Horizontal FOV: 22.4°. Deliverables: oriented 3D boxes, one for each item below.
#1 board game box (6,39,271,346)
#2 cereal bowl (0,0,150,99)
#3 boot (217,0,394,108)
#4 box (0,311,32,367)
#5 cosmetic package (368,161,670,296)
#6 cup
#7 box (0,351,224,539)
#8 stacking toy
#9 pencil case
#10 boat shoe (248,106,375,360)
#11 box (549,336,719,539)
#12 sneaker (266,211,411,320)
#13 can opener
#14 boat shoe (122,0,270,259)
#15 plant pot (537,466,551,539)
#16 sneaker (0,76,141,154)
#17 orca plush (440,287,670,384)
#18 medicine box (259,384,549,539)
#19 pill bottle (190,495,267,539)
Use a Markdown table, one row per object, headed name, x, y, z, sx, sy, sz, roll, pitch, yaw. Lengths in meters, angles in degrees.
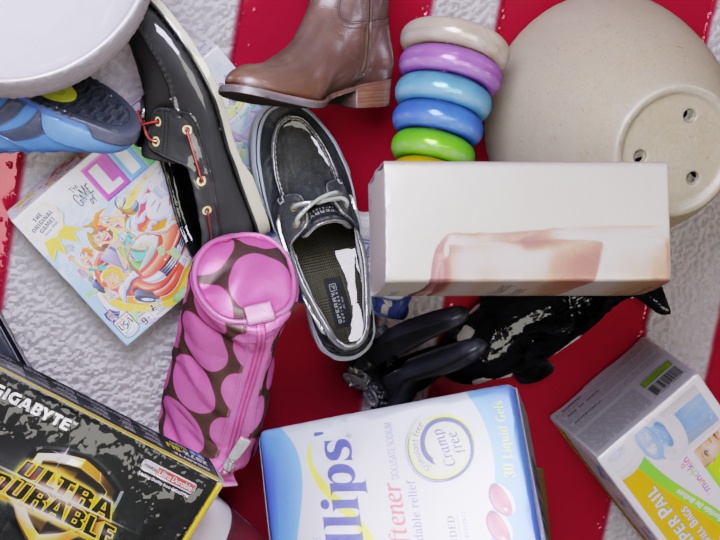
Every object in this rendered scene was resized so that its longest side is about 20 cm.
| name | x | y | z | sx | sy | sz | roll | pitch | yaw |
| --- | --- | --- | --- | --- | --- | --- | --- | --- | --- |
| board game box | -0.146 | -0.058 | 1.370 | 0.200 | 0.034 | 0.134 | -41 | 113 | -2 |
| cereal bowl | -0.235 | -0.207 | 1.249 | 0.200 | 0.083 | 0.200 | 0 | 75 | -1 |
| boot | -0.034 | -0.217 | 1.298 | 0.186 | 0.064 | 0.200 | -11 | 107 | -57 |
| box | -0.336 | 0.100 | 1.312 | 0.200 | 0.117 | 0.197 | -28 | 112 | -9 |
| cosmetic package | 0.109 | -0.028 | 1.279 | 0.200 | 0.103 | 0.087 | 0 | 84 | -5 |
| cup | 0.215 | -0.108 | 1.411 | 0.200 | 0.143 | 0.200 | -5 | 107 | -17 |
| box | -0.223 | 0.165 | 1.278 | 0.200 | 0.049 | 0.160 | 31 | 96 | -23 |
| stacking toy | 0.052 | -0.085 | 1.361 | 0.085 | 0.085 | 0.200 | 18 | 76 | -21 |
| pencil case | -0.096 | 0.068 | 1.347 | 0.091 | 0.094 | 0.200 | 0 | 137 | -12 |
| boat shoe | -0.026 | -0.033 | 1.330 | 0.072 | 0.071 | 0.200 | -19 | 88 | -11 |
| box | 0.271 | 0.175 | 1.534 | 0.112 | 0.101 | 0.200 | -40 | 113 | -3 |
| sneaker | 0.000 | 0.000 | 1.394 | 0.200 | 0.075 | 0.088 | -18 | 69 | -11 |
| can opener | 0.041 | 0.062 | 1.388 | 0.079 | 0.200 | 0.063 | -39 | 88 | -23 |
| boat shoe | -0.128 | -0.099 | 1.305 | 0.063 | 0.074 | 0.201 | -28 | 116 | -17 |
| plant pot | 0.081 | 0.247 | 1.471 | 0.186 | 0.186 | 0.200 | 15 | 85 | -21 |
| sneaker | -0.256 | -0.110 | 1.290 | 0.200 | 0.066 | 0.078 | 16 | 121 | -2 |
| orca plush | 0.164 | 0.049 | 1.480 | 0.200 | 0.071 | 0.105 | -9 | 108 | -15 |
| medicine box | 0.039 | 0.200 | 1.358 | 0.200 | 0.103 | 0.182 | -11 | 66 | 7 |
| pill bottle | -0.119 | 0.247 | 1.426 | 0.113 | 0.113 | 0.200 | -45 | 114 | -1 |
